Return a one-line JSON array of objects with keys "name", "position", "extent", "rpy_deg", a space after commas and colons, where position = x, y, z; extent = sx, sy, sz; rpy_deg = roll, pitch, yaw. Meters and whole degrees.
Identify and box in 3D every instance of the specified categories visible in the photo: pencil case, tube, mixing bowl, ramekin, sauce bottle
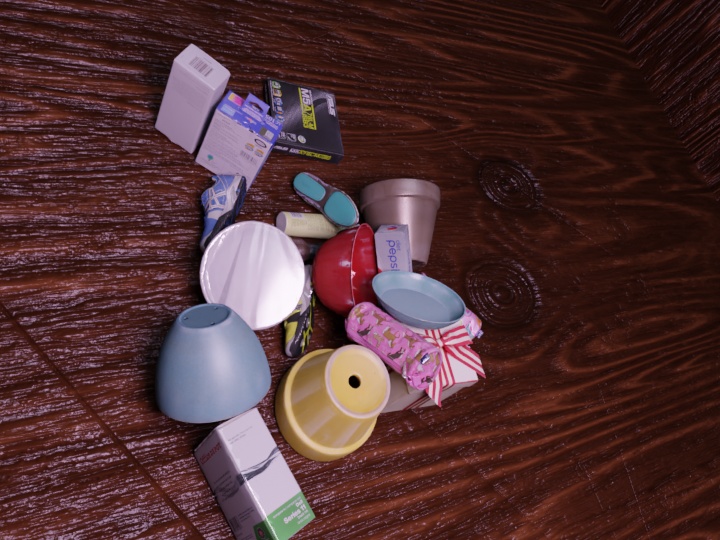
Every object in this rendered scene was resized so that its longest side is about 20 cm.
[{"name": "pencil case", "position": [0.058, 0.135, 1.142], "extent": [0.198, 0.084, 0.086], "rpy_deg": [33, 2, 37]}, {"name": "tube", "position": [-0.098, -0.100, 1.406], "extent": [0.196, 0.051, 0.060], "rpy_deg": [0, 101, -38]}, {"name": "mixing bowl", "position": [-0.035, 0.006, 1.274], "extent": [0.105, 0.202, 0.204], "rpy_deg": [0, 51, 17]}, {"name": "pencil case", "position": [0.192, 0.096, 1.443], "extent": [0.199, 0.087, 0.088], "rpy_deg": [39, 49, -7]}, {"name": "ramekin", "position": [-0.209, 0.012, 1.192], "extent": [0.196, 0.094, 0.209], "rpy_deg": [1, 85, -13]}, {"name": "sauce bottle", "position": [-0.161, -0.041, 1.315], "extent": [0.195, 0.065, 0.066], "rpy_deg": [2, 61, -30]}]

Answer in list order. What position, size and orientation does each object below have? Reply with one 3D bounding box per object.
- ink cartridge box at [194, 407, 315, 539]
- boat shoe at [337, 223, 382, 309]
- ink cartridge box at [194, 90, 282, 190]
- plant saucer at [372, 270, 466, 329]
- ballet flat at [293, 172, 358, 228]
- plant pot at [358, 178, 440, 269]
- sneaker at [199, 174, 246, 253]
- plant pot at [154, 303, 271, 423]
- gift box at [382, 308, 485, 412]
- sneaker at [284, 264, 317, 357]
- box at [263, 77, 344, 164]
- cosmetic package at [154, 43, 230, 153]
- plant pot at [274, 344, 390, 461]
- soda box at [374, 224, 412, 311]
[{"name": "ink cartridge box", "position": [-0.179, 0.349, 1.013], "extent": [0.082, 0.147, 0.203], "rpy_deg": [-23, 76, -40]}, {"name": "boat shoe", "position": [0.000, 0.000, 1.396], "extent": [0.059, 0.076, 0.205], "rpy_deg": [-17, 79, 2]}, {"name": "ink cartridge box", "position": [-0.254, -0.280, 1.311], "extent": [0.134, 0.200, 0.078], "rpy_deg": [30, 50, -12]}, {"name": "plant saucer", "position": [0.113, 0.064, 1.230], "extent": [0.194, 0.037, 0.201], "rpy_deg": [14, 25, -6]}, {"name": "ballet flat", "position": [-0.069, -0.158, 1.414], "extent": [0.199, 0.073, 0.071], "rpy_deg": [38, 46, 24]}, {"name": "plant pot", "position": [0.094, -0.098, 1.447], "extent": [0.195, 0.199, 0.179], "rpy_deg": [6, 75, -28]}, {"name": "sneaker", "position": [-0.298, -0.117, 1.283], "extent": [0.075, 0.077, 0.204], "rpy_deg": [12, 53, 2]}, {"name": "plant pot", "position": [-0.253, 0.137, 1.037], "extent": [0.194, 0.139, 0.201], "rpy_deg": [-2, 23, 1]}, {"name": "gift box", "position": [0.134, 0.194, 1.278], "extent": [0.180, 0.187, 0.204], "rpy_deg": [-6, 64, -33]}, {"name": "sneaker", "position": [-0.134, 0.082, 1.267], "extent": [0.074, 0.076, 0.205], "rpy_deg": [4, 58, 7]}, {"name": "box", "position": [-0.143, -0.373, 1.540], "extent": [0.188, 0.048, 0.205], "rpy_deg": [6, 60, -27]}, {"name": "cosmetic package", "position": [-0.354, -0.355, 1.293], "extent": [0.101, 0.200, 0.075], "rpy_deg": [35, 49, -8]}, {"name": "plant pot", "position": [-0.041, 0.229, 1.136], "extent": [0.196, 0.189, 0.206], "rpy_deg": [12, 60, -20]}, {"name": "soda box", "position": [0.077, 0.005, 1.353], "extent": [0.066, 0.206, 0.064], "rpy_deg": [0, 21, 16]}]
